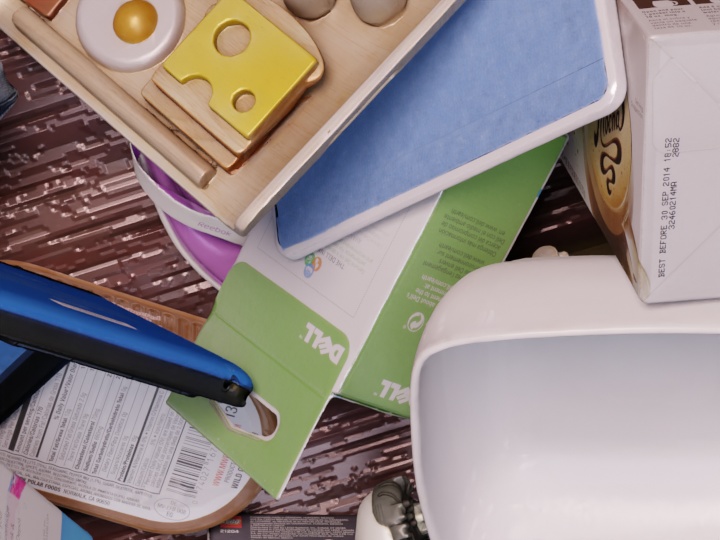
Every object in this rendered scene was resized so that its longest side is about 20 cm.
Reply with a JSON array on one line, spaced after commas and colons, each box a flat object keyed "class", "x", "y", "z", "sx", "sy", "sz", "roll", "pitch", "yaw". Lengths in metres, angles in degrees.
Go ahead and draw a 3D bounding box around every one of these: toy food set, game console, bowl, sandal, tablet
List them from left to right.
[{"class": "game console", "x": -0.177, "y": 0.052, "z": 0.883, "sx": 0.200, "sy": 0.170, "sz": 0.119, "roll": 22, "pitch": 92, "yaw": -53}, {"class": "toy food set", "x": -0.068, "y": -0.125, "z": 0.853, "sx": 0.200, "sy": 0.060, "sz": 0.144, "roll": 41, "pitch": 85, "yaw": 21}, {"class": "sandal", "x": -0.070, "y": -0.052, "z": 0.962, "sx": 0.082, "sy": 0.050, "sz": 0.203, "roll": -27, "pitch": 115, "yaw": 9}, {"class": "tablet", "x": 0.027, "y": -0.094, "z": 0.875, "sx": 0.014, "sy": 0.131, "sz": 0.199, "roll": 12, "pitch": 153, "yaw": -44}, {"class": "bowl", "x": 0.125, "y": 0.064, "z": 0.908, "sx": 0.198, "sy": 0.075, "sz": 0.201, "roll": 0, "pitch": 137, "yaw": 8}]

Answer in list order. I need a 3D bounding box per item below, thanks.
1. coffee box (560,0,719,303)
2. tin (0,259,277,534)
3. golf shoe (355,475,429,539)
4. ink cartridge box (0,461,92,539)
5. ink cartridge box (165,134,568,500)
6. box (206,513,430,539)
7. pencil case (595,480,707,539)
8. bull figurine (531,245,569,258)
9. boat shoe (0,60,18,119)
[{"class": "coffee box", "x": 0.134, "y": -0.082, "z": 0.878, "sx": 0.079, "sy": 0.200, "sz": 0.114, "roll": -4, "pitch": 116, "yaw": -6}, {"class": "tin", "x": -0.135, "y": 0.065, "z": 1.021, "sx": 0.199, "sy": 0.042, "sz": 0.112, "roll": 17, "pitch": 109, "yaw": -11}, {"class": "golf shoe", "x": 0.001, "y": 0.198, "z": 1.033, "sx": 0.088, "sy": 0.077, "sz": 0.201, "roll": 0, "pitch": 114, "yaw": 4}, {"class": "ink cartridge box", "x": -0.189, "y": 0.140, "z": 0.897, "sx": 0.067, "sy": 0.116, "sz": 0.200, "roll": -7, "pitch": 152, "yaw": 15}, {"class": "ink cartridge box", "x": 0.000, "y": 0.000, "z": 0.932, "sx": 0.059, "sy": 0.104, "sz": 0.201, "roll": 21, "pitch": 99, "yaw": -43}, {"class": "box", "x": 0.016, "y": 0.184, "z": 1.087, "sx": 0.199, "sy": 0.035, "sz": 0.111, "roll": 1, "pitch": 115, "yaw": -4}, {"class": "pencil case", "x": 0.203, "y": 0.102, "z": 1.023, "sx": 0.199, "sy": 0.078, "sz": 0.087, "roll": -20, "pitch": 142, "yaw": -4}, {"class": "bull figurine", "x": 0.135, "y": 0.035, "z": 1.000, "sx": 0.199, "sy": 0.065, "sz": 0.122, "roll": -14, "pitch": 148, "yaw": -5}, {"class": "boat shoe", "x": -0.194, "y": -0.057, "z": 0.899, "sx": 0.091, "sy": 0.200, "sz": 0.071, "roll": -29, "pitch": 79, "yaw": -13}]
